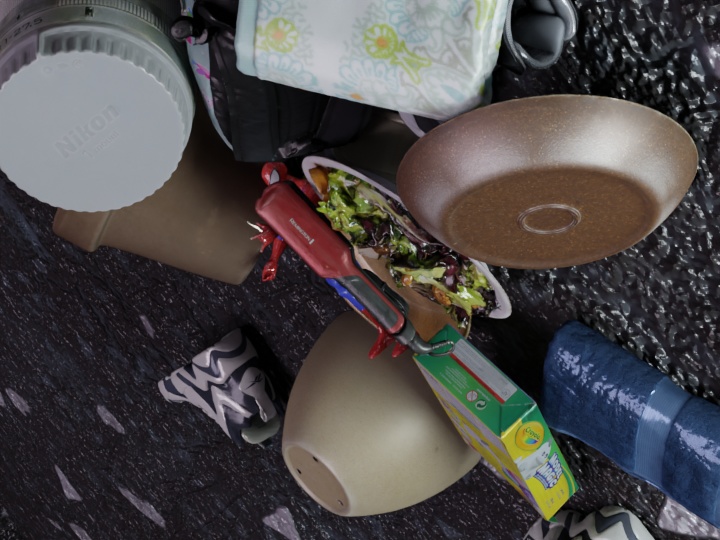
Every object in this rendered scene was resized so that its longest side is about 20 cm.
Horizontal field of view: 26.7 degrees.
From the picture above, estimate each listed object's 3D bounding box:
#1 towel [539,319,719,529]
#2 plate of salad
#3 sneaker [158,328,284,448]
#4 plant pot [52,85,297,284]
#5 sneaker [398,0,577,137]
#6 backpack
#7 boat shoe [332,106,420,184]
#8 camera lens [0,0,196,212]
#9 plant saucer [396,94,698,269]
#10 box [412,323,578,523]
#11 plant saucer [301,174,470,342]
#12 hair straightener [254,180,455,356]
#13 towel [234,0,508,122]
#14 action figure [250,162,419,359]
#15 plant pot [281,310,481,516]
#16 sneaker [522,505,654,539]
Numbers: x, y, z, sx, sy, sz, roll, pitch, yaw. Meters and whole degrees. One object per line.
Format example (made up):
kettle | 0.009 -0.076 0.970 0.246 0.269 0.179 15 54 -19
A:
towel | 0.228 0.124 1.190 0.199 0.048 0.112 34 149 27
plate of salad | 0.029 -0.017 1.173 0.199 0.048 0.200 35 168 8
sneaker | -0.152 0.153 1.734 0.130 0.079 0.199 57 143 1
plant pot | -0.155 -0.078 1.372 0.174 0.201 0.200 30 154 -6
sneaker | 0.082 -0.145 1.022 0.114 0.075 0.201 34 147 31
backpack | -0.054 -0.172 1.113 0.201 0.165 0.127 94 170 -57
boat shoe | 0.070 -0.073 1.152 0.199 0.072 0.059 24 -172 33
camera lens | -0.206 -0.163 1.167 0.201 0.159 0.161 -98 -5 -48
plant saucer | 0.123 -0.047 0.996 0.199 0.037 0.201 -1 155 -1
box | 0.122 0.138 1.305 0.117 0.048 0.200 43 169 35
plant saucer | 0.028 -0.017 1.314 0.200 0.035 0.201 35 149 25
hair straightener | 0.000 0.000 1.239 0.200 0.041 0.077 40 -171 0
towel | 0.012 -0.204 0.945 0.170 0.048 0.202 15 109 20
action figure | -0.041 0.002 1.302 0.065 0.099 0.201 -11 114 58
plant pot | 0.002 0.160 1.476 0.200 0.134 0.201 35 151 23
sneaker | 0.176 0.289 1.391 0.080 0.129 0.199 53 153 -8
